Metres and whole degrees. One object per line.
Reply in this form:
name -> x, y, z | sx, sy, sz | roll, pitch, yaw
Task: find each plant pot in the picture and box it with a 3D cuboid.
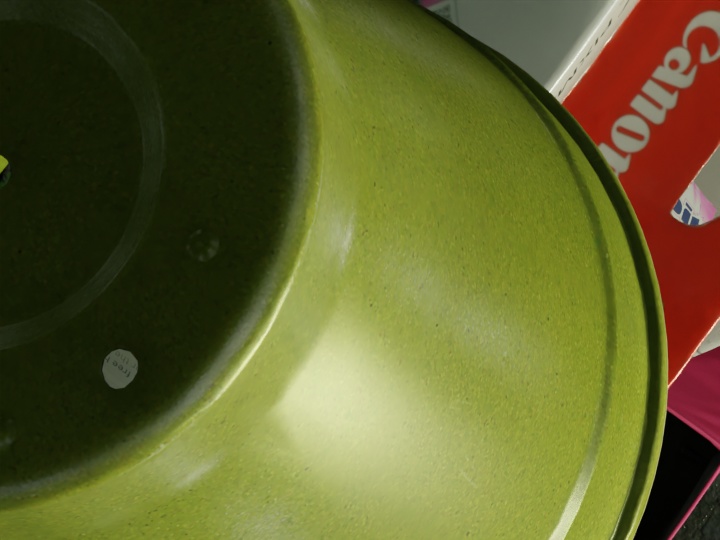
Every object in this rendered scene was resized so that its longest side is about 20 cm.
plant pot -> -0.047, 0.003, 0.599 | 0.201, 0.200, 0.193 | -53, 159, -3

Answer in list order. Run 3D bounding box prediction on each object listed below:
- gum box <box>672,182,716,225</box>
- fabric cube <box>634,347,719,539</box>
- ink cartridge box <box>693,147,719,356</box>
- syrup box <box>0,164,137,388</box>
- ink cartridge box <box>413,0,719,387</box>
gum box -> 0.038, 0.026, 1.137 | 0.199, 0.066, 0.114 | -26, -153, 36
fabric cube -> 0.160, 0.116, 2.026 | 0.197, 0.200, 0.199 | -58, 172, 26
ink cartridge box -> 0.141, -0.041, 1.254 | 0.199, 0.145, 0.084 | -27, -174, 34
syrup box -> -0.069, 0.018, 0.814 | 0.081, 0.079, 0.200 | -44, 168, -48
ink cartridge box -> 0.073, -0.076, 0.892 | 0.200, 0.173, 0.044 | -53, 170, -5
